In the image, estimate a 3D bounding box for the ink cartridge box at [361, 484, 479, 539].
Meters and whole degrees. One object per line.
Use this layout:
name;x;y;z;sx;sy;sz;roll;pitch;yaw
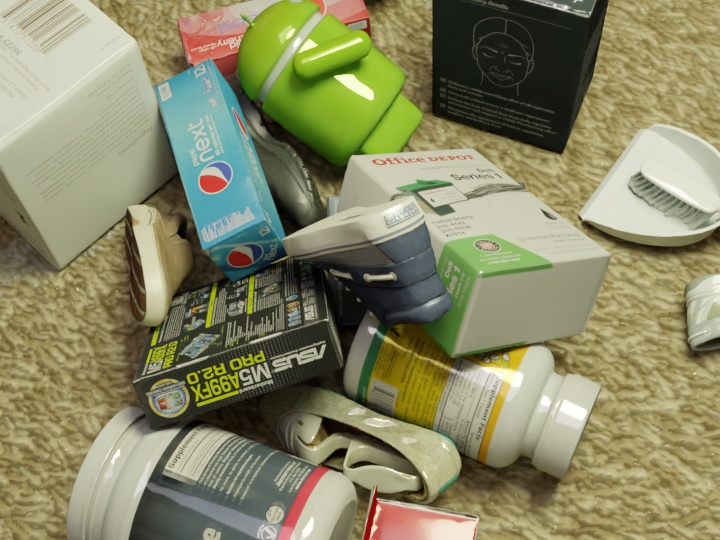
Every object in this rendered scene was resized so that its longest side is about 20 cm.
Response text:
ink cartridge box;0.031;0.279;0.742;0.083;0.176;0.202;8;62;8

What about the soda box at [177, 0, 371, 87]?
soda box;-0.090;-0.250;1.107;0.198;0.064;0.071;-16;61;-6

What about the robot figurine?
robot figurine;-0.036;-0.184;1.017;0.199;0.175;0.116;37;89;-5

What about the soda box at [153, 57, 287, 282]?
soda box;-0.129;-0.095;0.954;0.064;0.068;0.202;-24;59;6

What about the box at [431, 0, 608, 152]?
box;0.154;-0.232;1.003;0.147;0.201;0.108;19;64;13

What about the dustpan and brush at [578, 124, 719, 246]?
dustpan and brush;0.327;-0.063;0.977;0.199;0.057;0.140;32;67;19

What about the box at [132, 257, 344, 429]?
box;-0.100;0.050;0.874;0.158;0.045;0.200;-18;17;0

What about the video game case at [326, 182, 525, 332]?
video game case;0.068;-0.015;0.993;0.197;0.019;0.144;-5;61;2

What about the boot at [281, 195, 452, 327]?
boot;0.000;0.000;0.825;0.072;0.200;0.091;-25;98;-21

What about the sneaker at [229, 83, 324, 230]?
sneaker;-0.106;-0.096;1.027;0.090;0.076;0.200;-36;55;-8

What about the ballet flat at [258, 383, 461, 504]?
ballet flat;-0.013;0.143;0.859;0.198;0.068;0.062;11;32;28

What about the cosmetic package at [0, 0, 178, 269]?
cosmetic package;-0.301;-0.147;0.985;0.167;0.201;0.166;39;69;22

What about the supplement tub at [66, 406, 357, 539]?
supplement tub;-0.114;0.199;0.815;0.198;0.141;0.141;18;63;13

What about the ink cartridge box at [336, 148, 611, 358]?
ink cartridge box;0.087;-0.023;0.878;0.145;0.085;0.200;-7;36;-33

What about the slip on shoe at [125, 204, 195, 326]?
slip on shoe;-0.179;-0.009;0.939;0.060;0.077;0.200;2;17;-16

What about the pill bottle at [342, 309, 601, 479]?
pill bottle;0.095;0.097;0.875;0.198;0.113;0.113;23;65;16

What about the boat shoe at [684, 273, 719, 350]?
boat shoe;0.391;0.041;0.912;0.199;0.075;0.066;2;67;9
